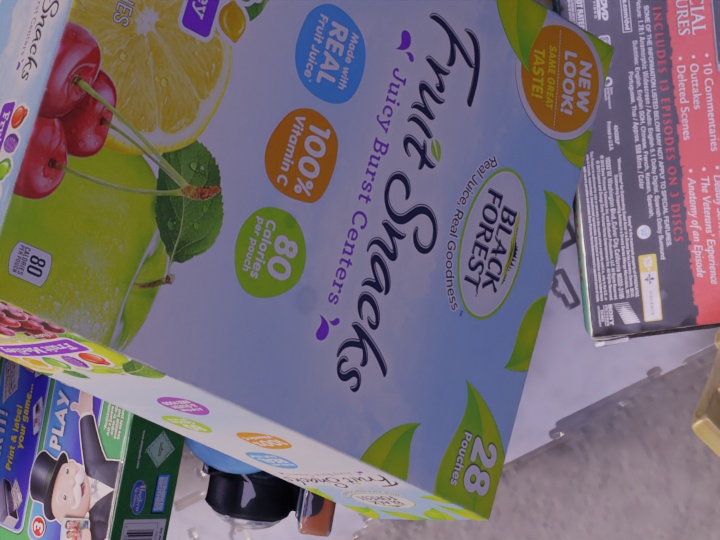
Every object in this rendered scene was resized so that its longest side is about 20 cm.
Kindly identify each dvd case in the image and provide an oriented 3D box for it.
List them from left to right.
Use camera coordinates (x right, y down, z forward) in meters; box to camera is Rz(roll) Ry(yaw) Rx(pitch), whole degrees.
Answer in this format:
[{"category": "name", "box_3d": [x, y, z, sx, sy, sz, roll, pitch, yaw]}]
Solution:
[{"category": "dvd case", "box_3d": [0.172, -0.058, 1.018, 0.200, 0.022, 0.146, -7, 100, -1]}]

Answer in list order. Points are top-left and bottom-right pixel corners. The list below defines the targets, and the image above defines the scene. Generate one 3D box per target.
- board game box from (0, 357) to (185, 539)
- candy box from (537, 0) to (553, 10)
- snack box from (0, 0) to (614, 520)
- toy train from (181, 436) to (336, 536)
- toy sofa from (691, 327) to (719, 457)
[{"category": "board game box", "box_3d": [-0.107, 0.000, 1.027, 0.134, 0.029, 0.200, 19, 101, 45]}, {"category": "candy box", "box_3d": [0.122, -0.167, 1.027, 0.102, 0.026, 0.200, 17, 98, 1]}, {"category": "snack box", "box_3d": [-0.028, -0.032, 0.888, 0.200, 0.068, 0.169, 26, 72, -35]}, {"category": "toy train", "box_3d": [0.000, 0.000, 1.029, 0.114, 0.087, 0.200, 10, 97, -1]}, {"category": "toy sofa", "box_3d": [0.212, 0.008, 0.954, 0.083, 0.098, 0.200, 42, 130, -12]}]
